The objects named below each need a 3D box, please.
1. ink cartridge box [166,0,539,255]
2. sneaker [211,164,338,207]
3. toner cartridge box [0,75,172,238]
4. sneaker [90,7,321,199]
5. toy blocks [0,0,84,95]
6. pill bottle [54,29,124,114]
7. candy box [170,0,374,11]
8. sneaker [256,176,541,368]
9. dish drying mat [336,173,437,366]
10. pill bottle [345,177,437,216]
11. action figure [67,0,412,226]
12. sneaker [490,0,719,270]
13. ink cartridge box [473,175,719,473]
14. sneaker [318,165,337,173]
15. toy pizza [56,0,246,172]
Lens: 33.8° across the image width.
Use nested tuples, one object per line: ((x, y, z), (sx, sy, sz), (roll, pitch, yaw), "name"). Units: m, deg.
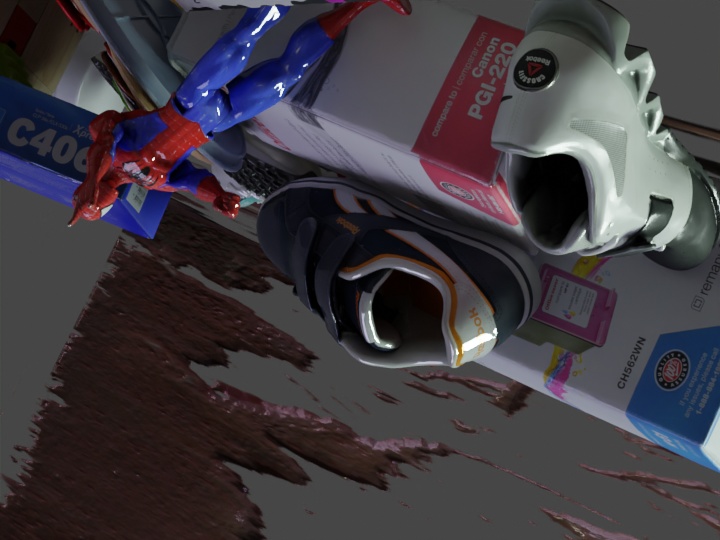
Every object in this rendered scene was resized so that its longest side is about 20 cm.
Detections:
((0.014, -0.096, 0.659), (0.199, 0.085, 0.146), (23, 174, 21), "ink cartridge box")
((-0.078, -0.079, 0.973), (0.075, 0.089, 0.200), (22, -159, -48), "sneaker")
((-0.214, -0.084, 0.706), (0.199, 0.043, 0.095), (22, 168, 5), "toner cartridge box")
((-0.091, -0.127, 0.814), (0.199, 0.094, 0.070), (33, 168, 26), "sneaker")
((-0.222, -0.184, 0.722), (0.099, 0.137, 0.200), (20, 169, 16), "toy blocks")
((-0.314, -0.203, 1.080), (0.199, 0.116, 0.116), (25, 175, 13), "pill bottle")
((-0.073, -0.166, 0.477), (0.136, 0.061, 0.200), (31, 174, -30), "candy box")
((0.000, 0.000, 0.686), (0.199, 0.079, 0.079), (16, 128, 37), "sneaker")
((0.034, -0.021, 0.932), (0.077, 0.018, 0.201), (-6, -113, -58), "dish drying mat")
((0.089, -0.024, 0.877), (0.199, 0.113, 0.112), (28, 175, -23), "pill bottle")
((-0.067, -0.069, 0.559), (0.065, 0.200, 0.099), (39, -152, -34), "action figure")
((0.112, -0.038, 0.571), (0.074, 0.089, 0.200), (19, 164, 41), "sneaker")
((0.149, 0.009, 0.705), (0.199, 0.145, 0.085), (23, 174, 35), "ink cartridge box")
((-0.017, -0.110, 0.846), (0.079, 0.074, 0.200), (9, -171, -36), "sneaker")
((-0.132, -0.138, 0.681), (0.201, 0.032, 0.200), (57, -172, -13), "toy pizza")
